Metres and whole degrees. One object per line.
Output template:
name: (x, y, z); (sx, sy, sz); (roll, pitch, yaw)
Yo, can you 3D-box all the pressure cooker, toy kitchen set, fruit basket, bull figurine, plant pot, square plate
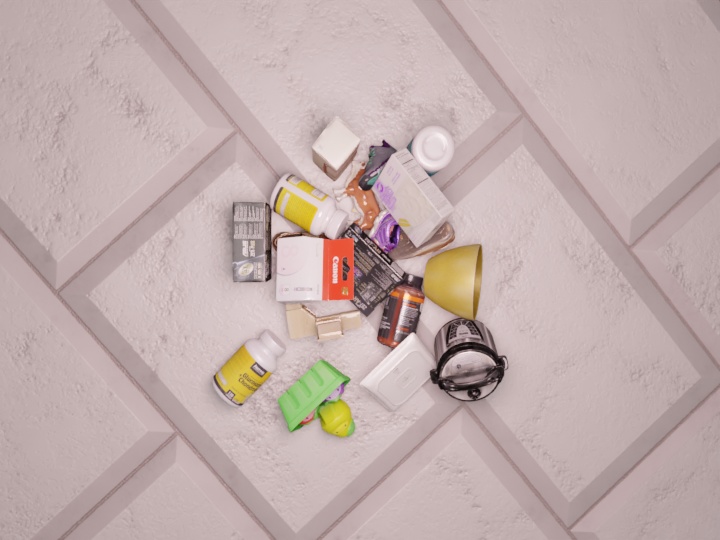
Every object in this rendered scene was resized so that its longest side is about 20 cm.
pressure cooker: (0.286, 0.244, 1.394); (0.176, 0.201, 0.177); (29, 115, -10)
toy kitchen set: (-0.103, 0.085, 1.396); (0.195, 0.163, 0.185); (-8, 93, -4)
fruit basket: (-0.096, 0.374, 1.427); (0.210, 0.156, 0.221); (-1, 79, 8)
bull figurine: (-0.005, -0.199, 1.441); (0.119, 0.065, 0.204); (-22, 92, 0)
plant pot: (0.249, 0.025, 1.422); (0.139, 0.199, 0.205); (6, 92, 18)
square plate: (0.116, 0.288, 1.431); (0.200, 0.028, 0.199); (-43, 134, -2)

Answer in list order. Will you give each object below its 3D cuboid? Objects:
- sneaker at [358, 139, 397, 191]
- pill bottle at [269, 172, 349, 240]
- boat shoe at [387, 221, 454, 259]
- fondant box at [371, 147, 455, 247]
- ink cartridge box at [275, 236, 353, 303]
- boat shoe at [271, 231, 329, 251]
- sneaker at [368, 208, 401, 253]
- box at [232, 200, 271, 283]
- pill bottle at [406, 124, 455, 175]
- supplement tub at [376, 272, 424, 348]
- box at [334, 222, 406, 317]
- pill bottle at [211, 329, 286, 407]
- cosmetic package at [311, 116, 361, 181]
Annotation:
sneaker: (0.035, -0.284, 1.406); (0.087, 0.075, 0.200); (43, 45, 5)
pill bottle: (-0.133, -0.163, 1.392); (0.197, 0.111, 0.113); (30, 90, 7)
boat shoe: (0.168, -0.070, 1.435); (0.196, 0.072, 0.078); (-16, 65, 25)
fondant box: (0.128, -0.180, 1.322); (0.058, 0.145, 0.202); (-29, 77, -32)
ink cartridge box: (-0.118, -0.004, 1.336); (0.195, 0.057, 0.167); (-5, 77, 19)
boat shoe: (-0.145, -0.071, 1.431); (0.195, 0.072, 0.078); (-3, 93, -4)
sneaker: (0.055, -0.066, 1.416); (0.080, 0.083, 0.203); (4, 118, -45)
box: (-0.281, -0.073, 1.375); (0.084, 0.164, 0.206); (0, 93, -5)
pill bottle: (0.174, -0.305, 1.382); (0.108, 0.200, 0.114); (0, 91, -4)
supplement tub: (0.116, 0.110, 1.441); (0.104, 0.107, 0.205); (15, 90, -5)
box: (0.000, 0.000, 1.399); (0.200, 0.044, 0.160); (43, 118, -1)
pill bottle: (-0.295, 0.259, 1.414); (0.112, 0.112, 0.200); (44, 89, -5)
cosmetic package: (-0.064, -0.309, 1.363); (0.087, 0.200, 0.104); (41, 89, -4)
